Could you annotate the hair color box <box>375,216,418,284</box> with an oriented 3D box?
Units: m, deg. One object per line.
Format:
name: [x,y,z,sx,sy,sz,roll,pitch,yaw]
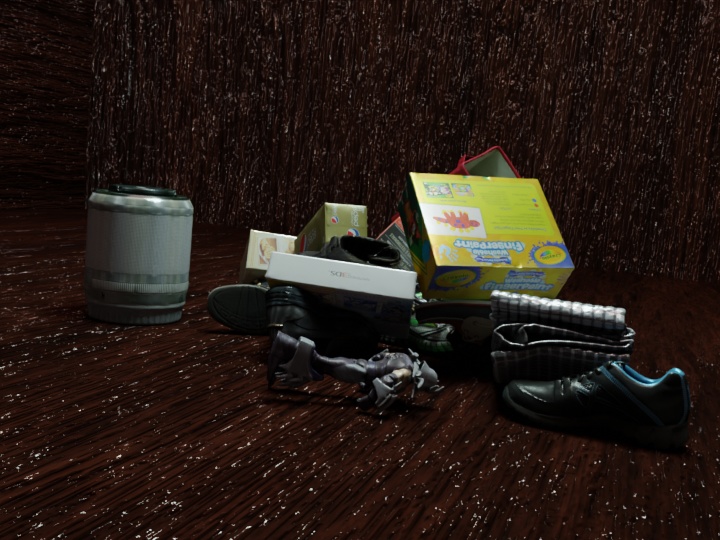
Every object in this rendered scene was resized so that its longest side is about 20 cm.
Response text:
hair color box: [0.065,-0.020,1.430,0.102,0.061,0.200,48,-6,-1]

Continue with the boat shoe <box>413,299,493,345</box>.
boat shoe: [0.171,0.071,1.186,0.198,0.063,0.071,2,-3,0]

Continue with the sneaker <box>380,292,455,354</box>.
sneaker: [0.104,0.077,1.310,0.199,0.086,0.078,10,8,34]

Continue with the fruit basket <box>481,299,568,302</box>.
fruit basket: [0.218,0.028,1.320,0.154,0.218,0.215,0,8,-39]

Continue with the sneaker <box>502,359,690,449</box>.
sneaker: [0.254,0.132,0.943,0.198,0.083,0.073,6,9,22]

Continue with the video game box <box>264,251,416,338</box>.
video game box: [-0.024,0.038,1.214,0.198,0.047,0.182,8,-18,3]

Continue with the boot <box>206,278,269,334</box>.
boot: [-0.157,0.052,1.376,0.198,0.074,0.150,1,6,-23]

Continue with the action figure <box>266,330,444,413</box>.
action figure: [-0.004,0.115,0.975,0.198,0.070,0.130,9,-1,-1]

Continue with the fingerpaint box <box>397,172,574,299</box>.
fingerpaint box: [0.166,-0.046,1.187,0.198,0.074,0.168,0,51,-18]

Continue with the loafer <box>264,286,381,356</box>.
loafer: [-0.053,0.086,1.186,0.199,0.073,0.072,23,-26,-37]

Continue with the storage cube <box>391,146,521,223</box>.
storage cube: [0.195,-0.086,1.531,0.179,0.201,0.171,-36,-3,35]

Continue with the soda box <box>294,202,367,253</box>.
soda box: [-0.050,-0.042,1.351,0.067,0.065,0.200,3,-16,-17]

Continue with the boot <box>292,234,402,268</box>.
boot: [0.000,0.000,1.252,0.199,0.070,0.173,12,-19,-36]

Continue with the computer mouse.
computer mouse: [0.127,0.082,1.246,0.058,0.034,0.200,-26,49,-26]

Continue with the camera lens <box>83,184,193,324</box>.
camera lens: [-0.344,-0.028,1.348,0.158,0.202,0.160,5,6,-1]

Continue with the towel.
towel: [0.238,0.099,1.048,0.164,0.086,0.200,8,-16,14]

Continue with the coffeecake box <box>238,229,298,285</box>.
coffeecake box: [-0.106,0.004,1.517,0.198,0.074,0.154,8,-22,-11]
